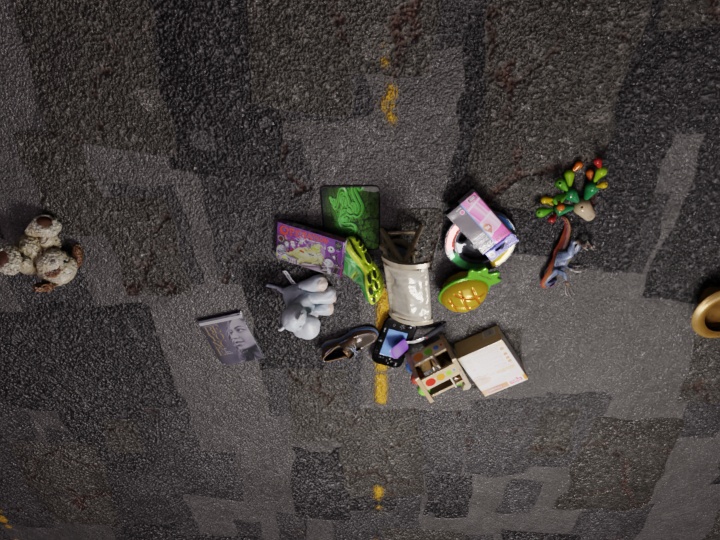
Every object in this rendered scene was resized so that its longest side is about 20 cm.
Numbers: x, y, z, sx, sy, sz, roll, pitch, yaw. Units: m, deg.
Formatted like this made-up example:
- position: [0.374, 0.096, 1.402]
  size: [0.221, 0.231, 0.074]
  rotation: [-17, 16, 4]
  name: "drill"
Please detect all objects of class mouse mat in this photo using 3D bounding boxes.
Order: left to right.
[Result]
- position: [-0.026, -0.140, 1.447]
  size: [0.160, 0.008, 0.201]
  rotation: [0, 124, 2]
  name: "mouse mat"

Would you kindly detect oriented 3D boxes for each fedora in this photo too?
- position: [1.045, 0.107, 1.533]
  size: [0.199, 0.082, 0.201]
  rotation: [-1, 129, -2]
  name: "fedora"

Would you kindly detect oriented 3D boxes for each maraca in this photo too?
- position: [0.306, 0.050, 1.494]
  size: [0.137, 0.107, 0.200]
  rotation: [13, 141, -30]
  name: "maraca"

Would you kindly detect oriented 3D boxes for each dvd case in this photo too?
- position: [-0.415, 0.222, 1.702]
  size: [0.148, 0.016, 0.201]
  rotation: [-12, 123, 10]
  name: "dvd case"

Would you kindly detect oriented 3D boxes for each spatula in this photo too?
- position: [0.182, 0.214, 1.639]
  size: [0.199, 0.021, 0.057]
  rotation: [-27, 132, -2]
  name: "spatula"

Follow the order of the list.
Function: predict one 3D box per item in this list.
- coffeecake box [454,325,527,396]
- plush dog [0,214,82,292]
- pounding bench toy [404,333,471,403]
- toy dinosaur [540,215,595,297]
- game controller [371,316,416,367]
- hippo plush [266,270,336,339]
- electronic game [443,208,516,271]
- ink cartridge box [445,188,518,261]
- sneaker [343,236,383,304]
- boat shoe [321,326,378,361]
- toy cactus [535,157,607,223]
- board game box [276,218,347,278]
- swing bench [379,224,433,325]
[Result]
- position: [0.417, 0.291, 1.686]
  size: [0.153, 0.073, 0.200]
  rotation: [-28, 119, 19]
  name: "coffeecake box"
- position: [-0.882, -0.028, 1.475]
  size: [0.172, 0.200, 0.160]
  rotation: [42, 150, -13]
  name: "plush dog"
- position: [0.248, 0.337, 1.673]
  size: [0.156, 0.124, 0.200]
  rotation: [-29, 122, 6]
  name: "pounding bench toy"
- position: [0.563, -0.029, 1.484]
  size: [0.181, 0.105, 0.201]
  rotation: [-39, 78, 38]
  name: "toy dinosaur"
- position: [0.105, 0.227, 1.670]
  size: [0.104, 0.042, 0.201]
  rotation: [10, 124, -11]
  name: "game controller"
- position: [-0.160, 0.104, 1.524]
  size: [0.159, 0.161, 0.200]
  rotation: [-37, 116, 24]
  name: "hippo plush"
- position: [0.329, -0.081, 1.453]
  size: [0.199, 0.042, 0.201]
  rotation: [1, 125, 1]
  name: "electronic game"
- position: [0.325, -0.113, 1.396]
  size: [0.095, 0.037, 0.200]
  rotation: [-40, 109, 20]
  name: "ink cartridge box"
- position: [0.000, 0.000, 1.479]
  size: [0.083, 0.074, 0.201]
  rotation: [-18, 99, 51]
  name: "sneaker"
- position: [-0.033, 0.243, 1.669]
  size: [0.199, 0.073, 0.072]
  rotation: [-25, 120, 18]
  name: "boat shoe"
- position: [0.558, -0.183, 1.355]
  size: [0.165, 0.102, 0.200]
  rotation: [35, 111, -31]
  name: "toy cactus"
- position: [-0.137, -0.060, 1.456]
  size: [0.199, 0.032, 0.121]
  rotation: [17, 121, 13]
  name: "board game box"
- position: [0.122, 0.013, 1.428]
  size: [0.129, 0.200, 0.200]
  rotation: [-5, 125, 5]
  name: "swing bench"
